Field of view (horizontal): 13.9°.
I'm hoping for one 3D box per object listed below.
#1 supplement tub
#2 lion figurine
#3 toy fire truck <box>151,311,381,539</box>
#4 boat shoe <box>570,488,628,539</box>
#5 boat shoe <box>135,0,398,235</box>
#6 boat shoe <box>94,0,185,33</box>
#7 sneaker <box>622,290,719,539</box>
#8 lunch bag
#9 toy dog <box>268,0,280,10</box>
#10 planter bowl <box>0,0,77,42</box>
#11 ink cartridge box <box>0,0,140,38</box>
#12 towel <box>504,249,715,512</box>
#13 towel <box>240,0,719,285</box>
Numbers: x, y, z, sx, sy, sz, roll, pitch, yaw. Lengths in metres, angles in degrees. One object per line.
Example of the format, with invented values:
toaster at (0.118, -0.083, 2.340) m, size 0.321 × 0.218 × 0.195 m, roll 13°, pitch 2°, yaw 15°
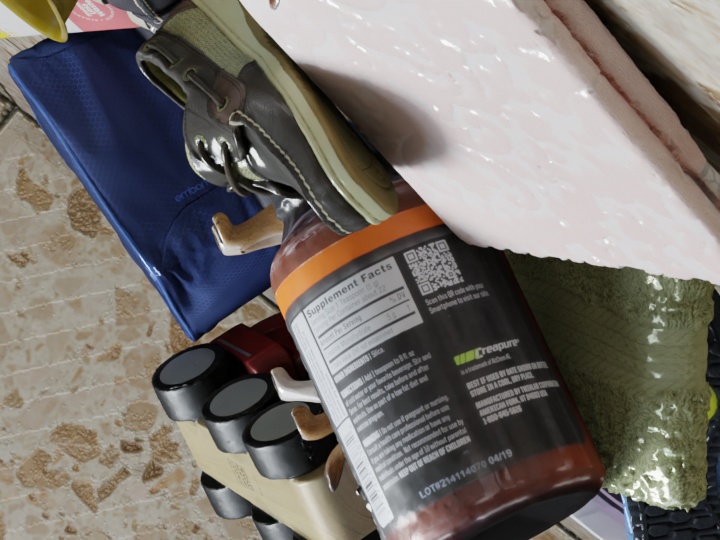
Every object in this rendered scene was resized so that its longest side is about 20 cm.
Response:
supplement tub at (0.026, 0.030, 1.348) m, size 0.107 × 0.107 × 0.200 m, roll 58°, pitch -172°, yaw -75°
lion figurine at (0.000, 0.000, 1.489) m, size 0.072 × 0.122 × 0.200 m, roll 95°, pitch 154°, yaw -78°
toy fire truck at (0.002, 0.051, 1.651) m, size 0.176 × 0.200 × 0.129 m, roll 25°, pitch 144°, yaw 58°
boat shoe at (0.108, 0.081, 1.584) m, size 0.200 × 0.071 × 0.072 m, roll 43°, pitch 177°, yaw -31°
boat shoe at (-0.045, -0.063, 1.302) m, size 0.072 × 0.066 × 0.201 m, roll 48°, pitch -176°, yaw -37°
boat shoe at (-0.090, -0.152, 1.509) m, size 0.063 × 0.073 × 0.200 m, roll 25°, pitch 177°, yaw 6°
sneaker at (0.154, 0.074, 1.456) m, size 0.078 × 0.066 × 0.200 m, roll -88°, pitch -10°, yaw -55°
lunch bag at (-0.099, -0.079, 1.682) m, size 0.200 × 0.132 × 0.136 m, roll 55°, pitch 175°, yaw 17°
toy dog at (-0.073, -0.157, 1.148) m, size 0.132 × 0.096 × 0.200 m, roll 38°, pitch 175°, yaw -6°
planter bowl at (-0.181, -0.211, 1.419) m, size 0.200 × 0.083 × 0.200 m, roll 44°, pitch 171°, yaw 9°
ink cartridge box at (-0.224, -0.181, 1.625) m, size 0.200 × 0.068 × 0.116 m, roll -2°, pitch 153°, yaw 31°
towel at (0.098, 0.024, 1.376) m, size 0.036 × 0.148 × 0.200 m, roll -9°, pitch -162°, yaw -29°
towel at (0.054, -0.070, 1.194) m, size 0.191 × 0.032 × 0.200 m, roll 46°, pitch 159°, yaw -31°
